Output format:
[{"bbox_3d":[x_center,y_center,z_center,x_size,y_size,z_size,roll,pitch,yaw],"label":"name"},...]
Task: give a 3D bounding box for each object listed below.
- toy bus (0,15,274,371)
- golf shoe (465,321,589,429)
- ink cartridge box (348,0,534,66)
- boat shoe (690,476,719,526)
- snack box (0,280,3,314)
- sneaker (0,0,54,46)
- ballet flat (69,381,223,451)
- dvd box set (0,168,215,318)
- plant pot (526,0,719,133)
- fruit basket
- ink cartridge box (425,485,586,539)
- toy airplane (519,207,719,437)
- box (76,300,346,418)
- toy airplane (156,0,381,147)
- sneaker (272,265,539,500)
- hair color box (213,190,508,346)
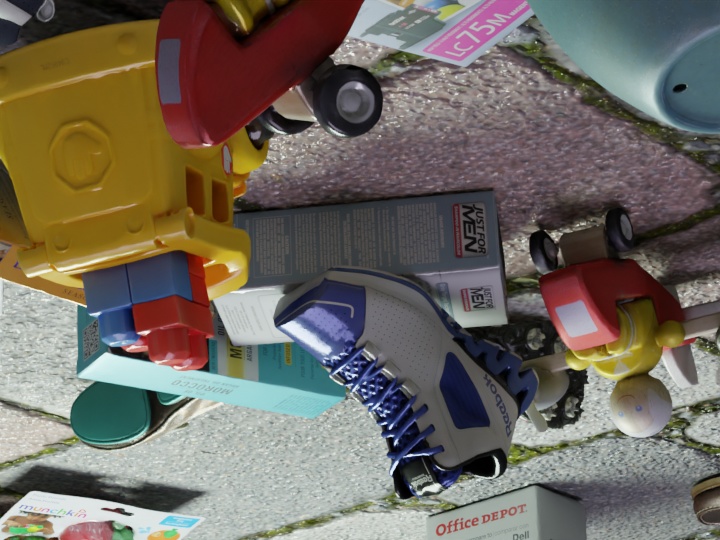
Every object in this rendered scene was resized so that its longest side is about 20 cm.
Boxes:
[{"bbox_3d":[-0.116,-0.035,1.246,0.135,0.193,0.200,-14,171,14],"label":"toy bus"},{"bbox_3d":[0.095,0.070,1.705,0.199,0.078,0.088,21,167,-39],"label":"golf shoe"},{"bbox_3d":[0.007,-0.169,1.171,0.199,0.042,0.119,14,151,-29],"label":"ink cartridge box"},{"bbox_3d":[0.407,0.219,2.057,0.199,0.071,0.070,-13,155,25],"label":"boat shoe"},{"bbox_3d":[-0.278,-0.018,1.500,0.071,0.024,0.200,3,156,-10],"label":"snack box"},{"bbox_3d":[-0.251,-0.144,1.145,0.198,0.080,0.130,-15,147,3],"label":"sneaker"},{"bbox_3d":[-0.146,0.100,1.735,0.067,0.068,0.199,11,156,-44],"label":"ballet flat"},{"bbox_3d":[-0.193,-0.034,1.333,0.199,0.147,0.029,20,115,-43],"label":"dvd box set"},{"bbox_3d":[0.172,-0.147,1.074,0.199,0.135,0.200,-7,149,-4],"label":"plant pot"},{"bbox_3d":[-0.270,0.268,2.069,0.185,0.094,0.200,14,148,-32],"label":"fruit basket"},{"bbox_3d":[0.140,0.322,2.102,0.146,0.201,0.084,-21,147,36],"label":"ink cartridge box"},{"bbox_3d":[0.198,0.055,1.571,0.198,0.142,0.200,3,155,-14],"label":"toy airplane"},{"bbox_3d":[-0.107,0.048,1.596,0.199,0.083,0.049,12,151,-31],"label":"box"},{"bbox_3d":[-0.026,-0.172,0.977,0.141,0.200,0.200,32,125,-27],"label":"toy airplane"},{"bbox_3d":[0.035,0.086,1.474,0.199,0.116,0.080,29,140,-24],"label":"sneaker"},{"bbox_3d":[0.000,0.000,1.525,0.199,0.061,0.099,-4,155,5],"label":"hair color box"}]
